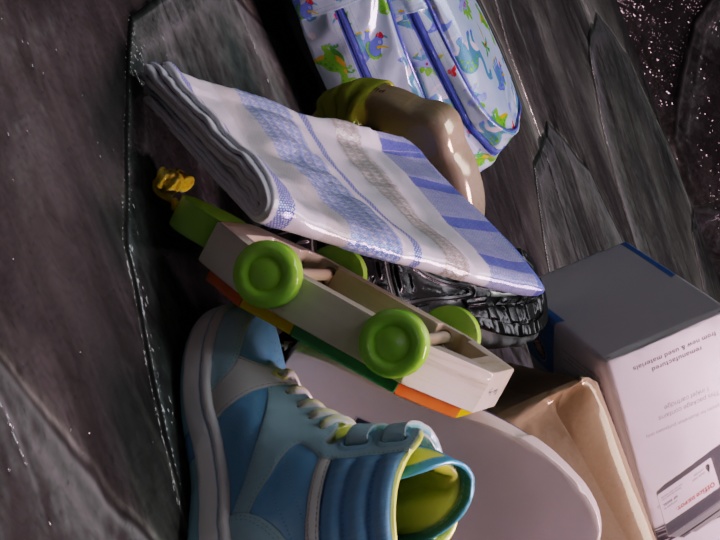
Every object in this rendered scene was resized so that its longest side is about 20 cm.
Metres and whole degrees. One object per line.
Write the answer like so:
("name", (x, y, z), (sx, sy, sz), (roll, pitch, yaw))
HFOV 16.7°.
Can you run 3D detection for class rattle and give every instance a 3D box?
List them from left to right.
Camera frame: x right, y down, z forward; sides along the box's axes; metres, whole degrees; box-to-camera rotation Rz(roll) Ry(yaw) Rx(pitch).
("rattle", (0.000, 0.000, 1.433), (0.143, 0.130, 0.200), (-60, 158, -57))

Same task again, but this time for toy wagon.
("toy wagon", (-0.020, 0.010, 1.210), (0.200, 0.040, 0.155), (28, 5, 11))

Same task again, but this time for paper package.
("paper package", (0.102, 0.163, 1.417), (0.191, 0.103, 0.200), (-173, -119, -80))

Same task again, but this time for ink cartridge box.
("ink cartridge box", (0.174, 0.103, 1.450), (0.145, 0.084, 0.200), (-138, -152, -65))

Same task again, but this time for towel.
("towel", (-0.009, -0.047, 1.267), (0.200, 0.024, 0.147), (15, 23, -41))

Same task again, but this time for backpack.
("backpack", (0.020, -0.145, 1.582), (0.163, 0.154, 0.200), (-83, 165, -73))

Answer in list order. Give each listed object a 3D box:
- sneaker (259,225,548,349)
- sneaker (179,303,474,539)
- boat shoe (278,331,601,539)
("sneaker", (0.013, 0.018, 1.376), (0.200, 0.079, 0.074), (13, 59, -38))
("sneaker", (-0.013, 0.083, 1.145), (0.080, 0.130, 0.200), (55, 20, -45))
("boat shoe", (0.036, 0.085, 1.276), (0.200, 0.075, 0.093), (30, 16, -3))
